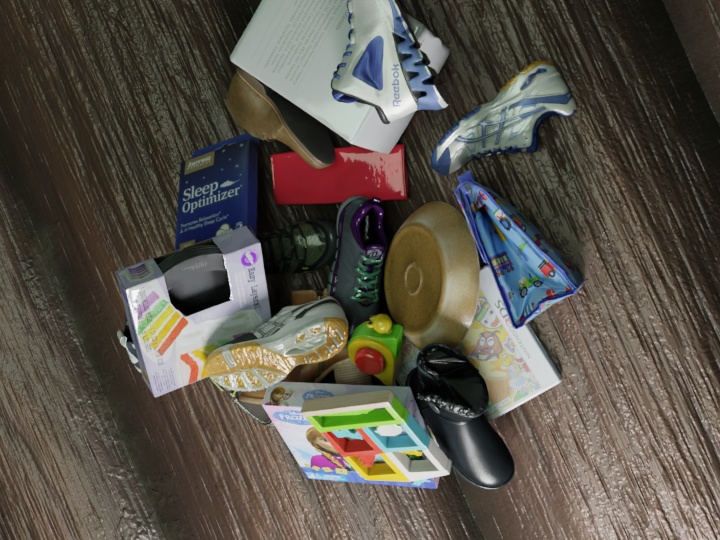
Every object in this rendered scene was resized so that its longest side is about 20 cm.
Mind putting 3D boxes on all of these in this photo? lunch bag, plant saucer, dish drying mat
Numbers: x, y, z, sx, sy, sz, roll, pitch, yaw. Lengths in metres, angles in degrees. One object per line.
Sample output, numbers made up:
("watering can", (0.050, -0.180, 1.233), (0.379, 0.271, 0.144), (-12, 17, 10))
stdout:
("lunch bag", (0.184, -0.040, 1.169), (0.094, 0.151, 0.200), (-34, 83, 15))
("plant saucer", (0.081, 0.010, 1.214), (0.200, 0.035, 0.201), (-2, 87, 61))
("dish drying mat", (-0.030, -0.133, 1.311), (0.199, 0.018, 0.077), (-1, 97, 20))

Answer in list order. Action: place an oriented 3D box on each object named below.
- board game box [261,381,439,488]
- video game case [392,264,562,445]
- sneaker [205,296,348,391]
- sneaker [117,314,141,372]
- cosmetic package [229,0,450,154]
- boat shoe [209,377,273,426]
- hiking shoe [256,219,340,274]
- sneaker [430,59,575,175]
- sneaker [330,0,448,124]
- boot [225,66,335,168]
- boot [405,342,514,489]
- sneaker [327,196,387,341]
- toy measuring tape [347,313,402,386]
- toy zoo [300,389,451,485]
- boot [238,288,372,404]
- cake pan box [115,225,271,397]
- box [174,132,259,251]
("board game box", (-0.008, 0.224, 1.272), (0.199, 0.041, 0.200), (-1, 139, 21))
("video game case", (0.141, 0.119, 1.277), (0.200, 0.023, 0.182), (-33, 85, 21))
("sneaker", (-0.108, 0.095, 1.248), (0.199, 0.088, 0.076), (-18, 120, 8))
("sneaker", (-0.247, 0.057, 1.295), (0.199, 0.130, 0.080), (-33, 51, 1))
("cosmetic package", (-0.022, -0.276, 1.201), (0.200, 0.167, 0.167), (35, 102, 13))
("boat shoe", (-0.188, 0.150, 1.384), (0.072, 0.061, 0.201), (-41, 82, 20))
("hiking shoe", (-0.122, -0.022, 1.315), (0.199, 0.101, 0.076), (-13, 93, 22))
("sneaker", (0.180, -0.175, 1.195), (0.200, 0.075, 0.088), (-39, 84, 21))
("sneaker", (0.007, -0.251, 1.065), (0.115, 0.081, 0.200), (-27, 87, 14))
("boot", (-0.113, -0.203, 1.311), (0.200, 0.074, 0.076), (49, 122, 17))
("boot", (0.132, 0.189, 1.184), (0.076, 0.168, 0.200), (-36, 80, -11))
("sneaker", (0.000, 0.000, 1.255), (0.074, 0.087, 0.201), (-2, 92, -19))
("toy measuring tape", (0.018, 0.129, 1.266), (0.073, 0.074, 0.201), (19, 137, 17))
("toy zoo", (0.029, 0.223, 1.205), (0.131, 0.021, 0.200), (-11, 134, 30))
("boot", (-0.086, 0.106, 1.330), (0.199, 0.074, 0.156), (-11, 88, 3))
("cake pan box", (-0.210, 0.051, 1.231), (0.052, 0.184, 0.201), (46, 148, 44))
("box", (-0.200, -0.107, 1.316), (0.121, 0.032, 0.201), (-15, 58, 23))
